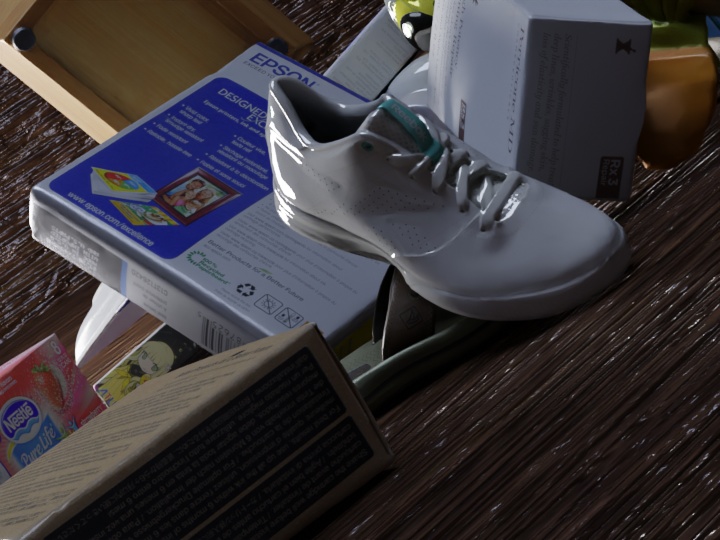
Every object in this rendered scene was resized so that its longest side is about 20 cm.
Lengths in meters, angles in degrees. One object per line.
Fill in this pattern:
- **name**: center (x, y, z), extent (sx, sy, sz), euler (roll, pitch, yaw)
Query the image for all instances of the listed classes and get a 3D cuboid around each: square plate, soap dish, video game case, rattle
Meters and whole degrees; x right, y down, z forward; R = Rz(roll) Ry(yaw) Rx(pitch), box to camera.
- **square plate**: center (-0.119, -0.041, 1.633), extent (0.198, 0.028, 0.200), euler (-52, -4, 35)
- **soap dish**: center (-0.152, -0.163, 1.643), extent (0.157, 0.200, 0.081), euler (-50, 15, 1)
- **video game case**: center (-0.071, 0.014, 1.564), extent (0.181, 0.036, 0.200), euler (-40, -3, 24)
- **rattle**: center (0.178, -0.093, 1.363), extent (0.130, 0.143, 0.200), euler (-3, -19, -15)

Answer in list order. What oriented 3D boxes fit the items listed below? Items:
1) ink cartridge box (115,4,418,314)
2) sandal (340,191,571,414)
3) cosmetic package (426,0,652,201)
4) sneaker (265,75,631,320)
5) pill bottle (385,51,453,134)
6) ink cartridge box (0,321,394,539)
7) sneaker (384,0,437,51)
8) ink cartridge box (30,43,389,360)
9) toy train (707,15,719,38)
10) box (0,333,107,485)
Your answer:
- **ink cartridge box**: center (-0.056, -0.062, 1.520), extent (0.200, 0.047, 0.198), euler (-52, 4, -40)
- **sandal**: center (0.026, 0.020, 1.139), extent (0.201, 0.057, 0.080), euler (-34, 7, -5)
- **cosmetic package**: center (0.095, -0.113, 1.293), extent (0.074, 0.102, 0.200), euler (2, 16, -11)
- **sneaker**: center (0.032, -0.041, 1.092), extent (0.200, 0.089, 0.075), euler (18, 49, 31)
- **pill bottle**: center (0.074, -0.095, 1.496), extent (0.114, 0.114, 0.200), euler (-29, 8, 30)
- **ink cartridge box**: center (-0.101, 0.108, 1.027), extent (0.165, 0.075, 0.200), euler (-35, 6, -27)
- **sneaker**: center (0.104, -0.153, 1.442), extent (0.200, 0.076, 0.075), euler (5, -36, -19)
- **ink cartridge box**: center (-0.048, -0.033, 1.313), extent (0.200, 0.198, 0.047), euler (-36, -34, -41)
- **toy train**: center (0.267, -0.201, 1.502), extent (0.114, 0.087, 0.200), euler (-37, 5, 23)
- **box**: center (-0.227, 0.130, 1.357), extent (0.095, 0.103, 0.200), euler (-30, 8, 27)
